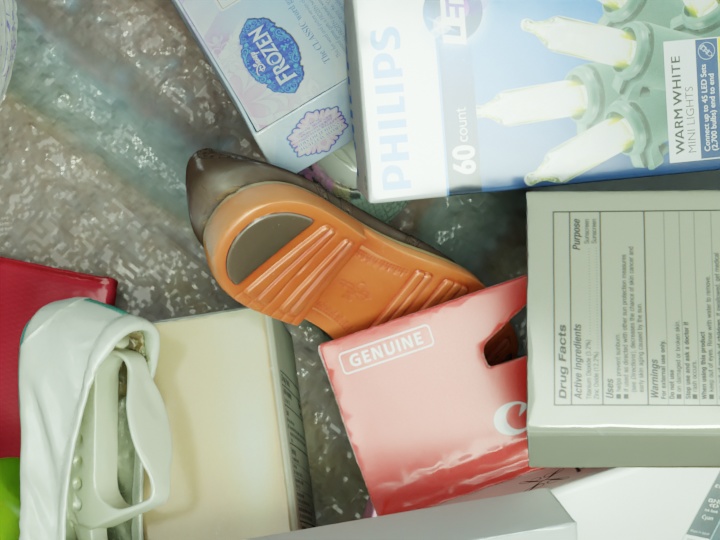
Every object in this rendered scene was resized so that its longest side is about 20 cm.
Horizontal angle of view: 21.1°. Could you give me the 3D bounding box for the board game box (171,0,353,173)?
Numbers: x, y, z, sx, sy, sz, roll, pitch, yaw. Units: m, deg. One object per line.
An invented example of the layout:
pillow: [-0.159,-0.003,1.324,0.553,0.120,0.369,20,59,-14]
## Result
board game box: [0.002,-0.166,0.918,0.199,0.041,0.200,-30,53,-1]

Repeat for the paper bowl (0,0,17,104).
paper bowl: [-0.261,-0.123,0.916,0.200,0.104,0.201,2,107,8]

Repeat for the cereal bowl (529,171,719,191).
cereal bowl: [0.174,-0.054,0.906,0.199,0.083,0.201,-1,80,3]

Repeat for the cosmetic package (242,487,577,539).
cosmetic package: [-0.006,0.181,0.784,0.199,0.052,0.151,-8,105,-7]

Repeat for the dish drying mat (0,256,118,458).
dish drying mat: [-0.174,0.095,0.938,0.077,0.018,0.201,11,82,8]

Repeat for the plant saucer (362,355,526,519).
plant saucer: [0.098,0.139,0.895,0.200,0.051,0.201,-1,80,3]

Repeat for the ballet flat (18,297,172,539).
ballet flat: [-0.110,0.111,0.813,0.069,0.069,0.201,-1,86,4]

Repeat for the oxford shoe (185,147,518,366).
oxford shoe: [0.000,0.000,0.878,0.071,0.200,0.073,-45,43,9]

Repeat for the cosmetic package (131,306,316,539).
cosmetic package: [-0.057,0.124,0.882,0.071,0.105,0.201,-9,78,3]

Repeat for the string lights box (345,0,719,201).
string lights box: [0.095,-0.091,0.815,0.199,0.059,0.103,-6,100,-5]

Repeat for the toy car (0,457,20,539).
toy car: [-0.231,0.154,0.813,0.158,0.200,0.164,34,104,3]

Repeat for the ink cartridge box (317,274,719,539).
ink cartridge box: [0.101,0.087,0.832,0.199,0.045,0.177,-19,98,0]

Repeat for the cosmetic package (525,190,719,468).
cosmetic package: [0.166,0.025,0.782,0.199,0.073,0.104,0,73,6]

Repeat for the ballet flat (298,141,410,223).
ballet flat: [0.032,-0.089,0.928,0.200,0.071,0.069,-42,81,-3]
